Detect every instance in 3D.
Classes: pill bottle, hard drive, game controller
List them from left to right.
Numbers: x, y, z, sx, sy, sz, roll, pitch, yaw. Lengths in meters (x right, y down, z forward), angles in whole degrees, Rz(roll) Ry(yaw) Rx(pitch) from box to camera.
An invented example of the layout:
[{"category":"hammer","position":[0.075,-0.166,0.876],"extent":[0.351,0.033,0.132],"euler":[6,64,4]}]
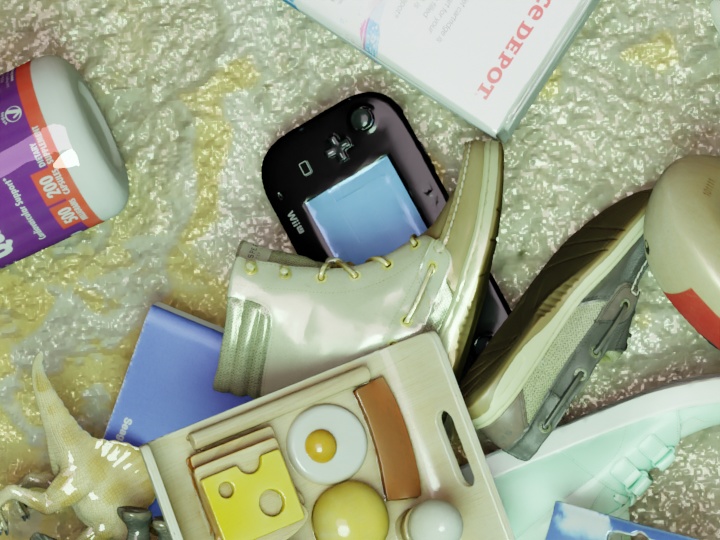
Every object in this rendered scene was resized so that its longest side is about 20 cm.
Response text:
[{"category":"pill bottle","position":[-0.255,-0.050,1.648],"extent":[0.200,0.112,0.113],"euler":[-25,86,5]},{"category":"hard drive","position":[-0.062,0.118,1.655],"extent":[0.200,0.025,0.132],"euler":[22,102,6]},{"category":"game controller","position":[0.018,-0.010,1.653],"extent":[0.104,0.042,0.200],"euler":[-29,85,4]}]

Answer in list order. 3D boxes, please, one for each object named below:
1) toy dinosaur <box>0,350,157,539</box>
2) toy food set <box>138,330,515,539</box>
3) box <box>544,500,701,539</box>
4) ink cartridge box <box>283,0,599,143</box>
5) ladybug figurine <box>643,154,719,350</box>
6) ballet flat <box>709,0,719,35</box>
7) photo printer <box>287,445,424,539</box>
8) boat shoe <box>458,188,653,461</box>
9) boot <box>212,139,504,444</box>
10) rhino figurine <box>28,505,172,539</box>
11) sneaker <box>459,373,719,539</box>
[{"category":"toy dinosaur","position":[-0.181,0.133,1.645],"extent":[0.101,0.058,0.200],"euler":[-26,113,12]},{"category":"toy food set","position":[-0.018,0.135,1.507],"extent":[0.200,0.060,0.144],"euler":[-20,89,-25]},{"category":"box","position":[0.146,0.249,1.535],"extent":[0.122,0.048,0.200],"euler":[13,81,22]},{"category":"ink cartridge box","position":[0.048,-0.192,1.635],"extent":[0.200,0.085,0.145],"euler":[34,92,7]},{"category":"ladybug figurine","position":[0.250,0.012,1.591],"extent":[0.200,0.136,0.072],"euler":[37,130,-8]},{"category":"ballet flat","position":[0.252,-0.182,1.628],"extent":[0.071,0.071,0.200],"euler":[9,90,6]},{"category":"photo printer","position":[-0.023,0.219,1.566],"extent":[0.166,0.069,0.200],"euler":[44,67,-15]},{"category":"boat shoe","position":[0.135,0.034,1.613],"extent":[0.065,0.073,0.200],"euler":[47,70,-15]},{"category":"boot","position":[0.000,0.000,1.599],"extent":[0.154,0.072,0.200],"euler":[17,93,7]},{"category":"rhino figurine","position":[-0.129,0.192,1.599],"extent":[0.200,0.060,0.088],"euler":[1,96,-25]},{"category":"sneaker","position":[0.170,0.141,1.617],"extent":[0.200,0.074,0.118],"euler":[-23,85,9]}]
